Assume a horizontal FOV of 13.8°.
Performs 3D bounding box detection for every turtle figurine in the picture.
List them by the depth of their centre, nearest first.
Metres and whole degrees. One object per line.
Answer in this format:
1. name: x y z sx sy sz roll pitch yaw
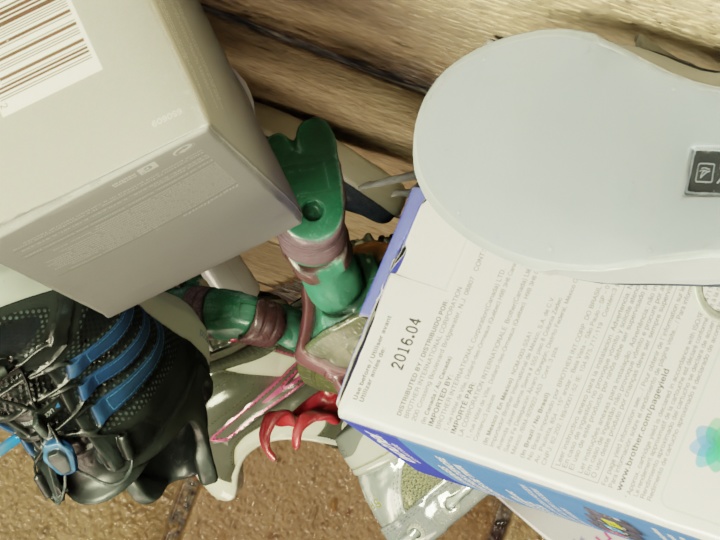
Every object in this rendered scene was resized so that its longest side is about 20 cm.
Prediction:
1. turtle figurine: 0.000 0.000 1.173 0.101 0.149 0.200 59 163 15

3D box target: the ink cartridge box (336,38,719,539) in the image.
1. ink cartridge box: 0.084 0.012 0.944 0.199 0.137 0.076 18 169 28

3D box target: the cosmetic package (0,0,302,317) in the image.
1. cosmetic package: -0.086 -0.056 0.940 0.107 0.090 0.200 64 180 11

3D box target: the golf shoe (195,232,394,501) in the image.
1. golf shoe: 0.000 0.030 1.343 0.199 0.089 0.077 -23 179 4

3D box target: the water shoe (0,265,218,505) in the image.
1. water shoe: -0.102 0.043 1.079 0.071 0.079 0.200 -20 165 21

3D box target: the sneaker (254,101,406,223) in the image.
1. sneaker: -0.080 -0.041 1.369 0.199 0.085 0.075 19 176 12

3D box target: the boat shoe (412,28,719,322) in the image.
1. boat shoe: 0.113 -0.025 0.853 0.201 0.075 0.086 4 169 39

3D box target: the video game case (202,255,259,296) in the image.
1. video game case: -0.158 -0.057 1.304 0.199 0.023 0.182 7 140 42

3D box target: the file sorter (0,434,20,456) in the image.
1. file sorter: -0.257 0.013 1.355 0.139 0.122 0.200 49 173 50

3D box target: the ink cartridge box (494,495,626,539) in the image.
1. ink cartridge box: 0.100 0.061 1.332 0.119 0.042 0.200 41 -155 -5

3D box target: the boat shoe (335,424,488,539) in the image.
1. boat shoe: 0.090 0.048 1.193 0.065 0.201 0.074 64 -175 0
